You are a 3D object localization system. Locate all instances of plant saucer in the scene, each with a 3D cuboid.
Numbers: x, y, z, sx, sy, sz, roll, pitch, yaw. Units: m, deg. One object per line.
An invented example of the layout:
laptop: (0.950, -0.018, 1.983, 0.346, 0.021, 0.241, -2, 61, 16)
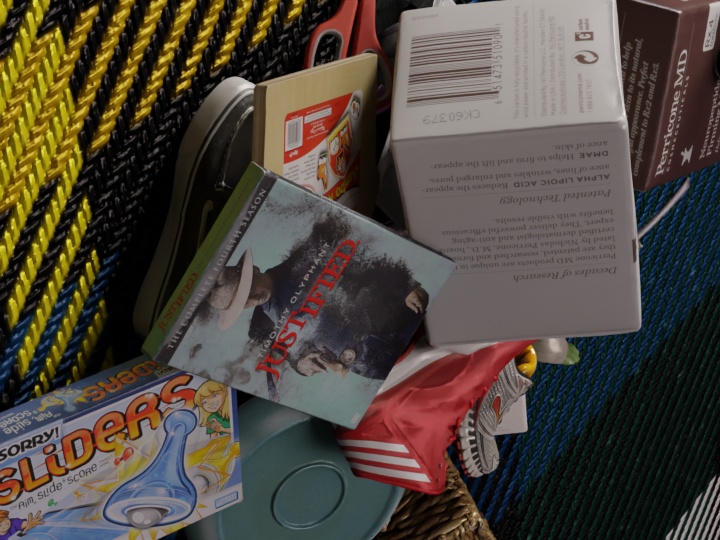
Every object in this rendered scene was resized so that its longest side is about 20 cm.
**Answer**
plant saucer: (-0.044, 0.173, 1.415, 0.200, 0.027, 0.201, -13, 124, -20)

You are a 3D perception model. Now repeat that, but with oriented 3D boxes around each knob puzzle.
knob puzzle: (-0.040, -0.045, 1.268, 0.220, 0.030, 0.220, 9, 90, -67)

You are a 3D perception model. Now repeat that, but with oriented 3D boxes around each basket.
basket: (0.047, 0.251, 1.672, 0.143, 0.149, 0.200, -30, 144, 0)

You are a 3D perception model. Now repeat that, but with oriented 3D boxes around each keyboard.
keyboard: (0.050, -0.131, 1.435, 0.056, 0.011, 0.200, 48, 53, -49)

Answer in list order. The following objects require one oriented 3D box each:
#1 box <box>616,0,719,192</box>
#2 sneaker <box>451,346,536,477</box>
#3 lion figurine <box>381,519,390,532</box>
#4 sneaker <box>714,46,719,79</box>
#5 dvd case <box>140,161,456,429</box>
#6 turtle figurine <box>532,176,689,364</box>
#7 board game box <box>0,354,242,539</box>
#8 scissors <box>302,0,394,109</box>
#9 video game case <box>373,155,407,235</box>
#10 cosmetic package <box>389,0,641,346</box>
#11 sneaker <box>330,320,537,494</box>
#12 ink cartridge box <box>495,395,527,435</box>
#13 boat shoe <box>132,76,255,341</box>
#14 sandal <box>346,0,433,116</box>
box: (0.245, -0.185, 1.616, 0.200, 0.164, 0.166, -21, 126, -52)
sneaker: (0.110, 0.101, 1.508, 0.082, 0.078, 0.200, -9, 136, -6)
lion figurine: (0.010, 0.125, 1.476, 0.122, 0.072, 0.200, -34, 138, -24)
sneaker: (0.368, -0.167, 1.600, 0.106, 0.075, 0.200, -48, 134, -24)
dvd case: (-0.037, 0.023, 1.212, 0.200, 0.022, 0.146, 25, 100, -43)
turtle figurine: (0.211, -0.021, 1.686, 0.200, 0.144, 0.194, -21, 128, -47)
board game box: (-0.174, 0.134, 1.210, 0.200, 0.034, 0.136, -23, 128, -29)
scissors: (-0.004, -0.213, 1.335, 0.073, 0.014, 0.201, 3, 89, -15)
video game case: (0.000, 0.000, 1.439, 0.200, 0.025, 0.181, -24, 127, -52)
cosmetic package: (0.118, -0.074, 1.327, 0.165, 0.164, 0.200, -85, 167, -47)
sneaker: (0.065, 0.103, 1.393, 0.200, 0.078, 0.116, -20, 104, -21)
ink cartridge box: (0.106, 0.038, 1.582, 0.117, 0.067, 0.200, -89, 172, -48)
boat shoe: (-0.096, -0.034, 1.257, 0.071, 0.064, 0.201, 5, 104, -59)
sandal: (0.013, -0.149, 1.378, 0.201, 0.048, 0.075, -57, 148, -18)
